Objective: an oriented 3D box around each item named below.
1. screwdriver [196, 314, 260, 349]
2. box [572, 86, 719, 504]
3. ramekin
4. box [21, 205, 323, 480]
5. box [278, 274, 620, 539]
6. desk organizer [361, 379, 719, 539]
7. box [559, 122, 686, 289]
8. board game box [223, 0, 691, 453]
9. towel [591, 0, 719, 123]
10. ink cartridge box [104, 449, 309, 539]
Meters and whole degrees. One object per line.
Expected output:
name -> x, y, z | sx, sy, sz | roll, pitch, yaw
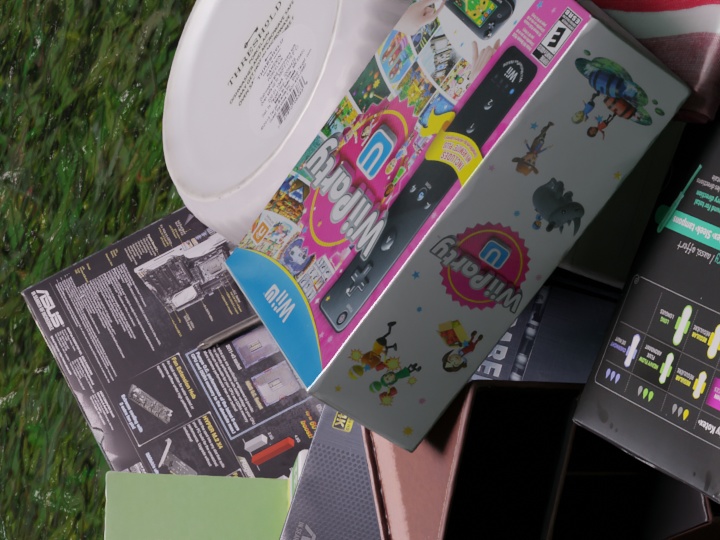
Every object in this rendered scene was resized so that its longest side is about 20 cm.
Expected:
screwdriver -> 0.000, 0.000, 1.616 | 0.200, 0.029, 0.028 | -29, 66, 5
box -> 0.210, 0.009, 1.249 | 0.124, 0.148, 0.200 | 28, 98, 59
ramekin -> -0.012, -0.092, 1.434 | 0.200, 0.105, 0.200 | -35, 44, 43
box -> -0.078, 0.063, 1.635 | 0.200, 0.158, 0.050 | 60, 174, 20
box -> 0.056, 0.096, 1.448 | 0.051, 0.158, 0.200 | 49, -121, -74
desk organizer -> 0.106, 0.094, 1.323 | 0.077, 0.200, 0.072 | -29, 65, 46
box -> 0.131, -0.095, 1.446 | 0.199, 0.131, 0.200 | 21, 94, 59
board game box -> 0.037, -0.040, 1.283 | 0.200, 0.064, 0.148 | -54, 28, 9
towel -> 0.144, -0.164, 1.298 | 0.144, 0.023, 0.200 | 9, 81, 64
ink cartridge box -> -0.034, 0.168, 1.527 | 0.048, 0.200, 0.146 | 114, 158, -62
